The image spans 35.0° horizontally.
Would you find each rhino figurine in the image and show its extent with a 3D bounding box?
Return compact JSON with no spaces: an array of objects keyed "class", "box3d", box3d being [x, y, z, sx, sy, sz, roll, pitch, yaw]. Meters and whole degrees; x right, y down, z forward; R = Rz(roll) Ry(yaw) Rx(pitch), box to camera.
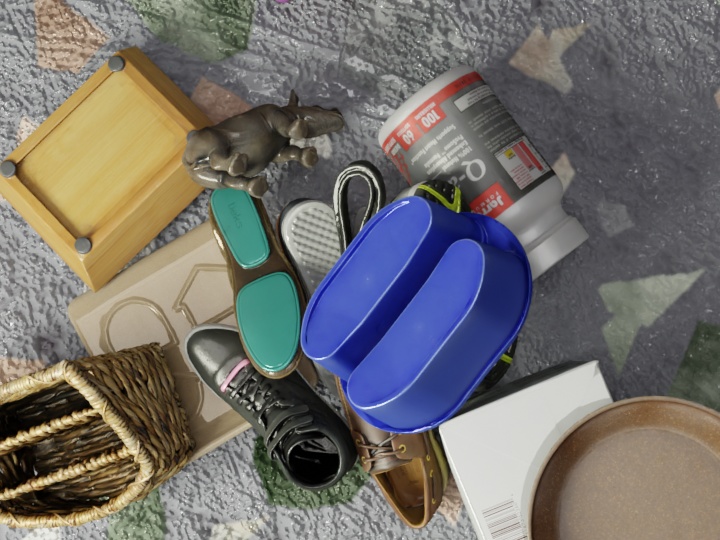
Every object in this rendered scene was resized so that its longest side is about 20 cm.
[{"class":"rhino figurine","box3d":[-0.085,-0.126,1.072,0.087,0.200,0.060,16,123,33]}]

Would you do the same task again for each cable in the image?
[{"class":"cable","box3d":[0.000,0.000,1.035,0.097,0.050,0.201,-6,102,26]}]

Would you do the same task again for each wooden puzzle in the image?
[{"class":"wooden puzzle","box3d":[-0.163,0.073,1.117,0.185,0.046,0.200,-30,80,0]}]

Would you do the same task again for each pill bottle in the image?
[{"class":"pill bottle","box3d":[0.118,-0.083,1.073,0.116,0.116,0.200,-37,84,0]}]

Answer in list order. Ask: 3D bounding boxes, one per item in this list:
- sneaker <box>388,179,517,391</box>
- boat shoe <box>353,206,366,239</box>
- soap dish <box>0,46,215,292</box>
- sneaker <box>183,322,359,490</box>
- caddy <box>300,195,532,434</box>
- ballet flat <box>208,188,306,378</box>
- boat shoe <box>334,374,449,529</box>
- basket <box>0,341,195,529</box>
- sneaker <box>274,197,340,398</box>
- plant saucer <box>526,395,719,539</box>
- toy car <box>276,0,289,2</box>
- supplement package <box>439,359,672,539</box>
[{"class":"sneaker","box3d":[0.084,0.013,1.041,0.075,0.076,0.201,-22,100,-27]},{"class":"boat shoe","box3d":[0.054,0.027,1.096,0.066,0.072,0.200,-14,70,-28]},{"class":"soap dish","box3d":[-0.242,-0.104,1.107,0.200,0.081,0.157,-44,81,-4]},{"class":"sneaker","box3d":[-0.080,0.121,1.027,0.200,0.099,0.071,41,94,-4]},{"class":"caddy","box3d":[0.048,0.037,0.932,0.200,0.105,0.141,-52,54,7]},{"class":"ballet flat","box3d":[-0.091,0.012,1.057,0.068,0.072,0.200,-23,68,1]},{"class":"boat shoe","box3d":[0.030,0.152,1.036,0.072,0.068,0.200,-14,121,19]},{"class":"basket","box3d":[-0.273,0.164,1.034,0.199,0.149,0.143,-20,86,22]},{"class":"sneaker","box3d":[-0.029,0.024,1.098,0.078,0.079,0.201,-17,104,-12]},{"class":"plant saucer","box3d":[0.228,0.198,0.886,0.200,0.037,0.201,0,86,3]},{"class":"toy car","box3d":[-0.061,-0.334,1.098,0.199,0.175,0.150,-2,122,3]},{"class":"supplement package","box3d":[0.167,0.192,1.009,0.147,0.200,0.192,-22,84,2]}]
